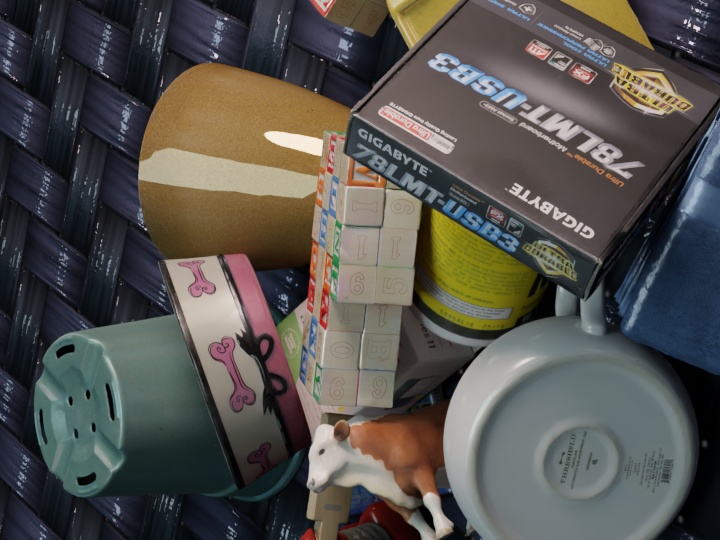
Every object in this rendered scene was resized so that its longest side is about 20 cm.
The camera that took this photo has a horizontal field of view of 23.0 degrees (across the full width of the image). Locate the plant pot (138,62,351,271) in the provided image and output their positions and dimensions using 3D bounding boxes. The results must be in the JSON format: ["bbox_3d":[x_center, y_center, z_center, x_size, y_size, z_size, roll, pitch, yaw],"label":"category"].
[{"bbox_3d":[-0.055,-0.080,1.522,0.199,0.186,0.187,8,98,33],"label":"plant pot"}]

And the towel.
[{"bbox_3d":[0.261,-0.029,1.200,0.049,0.111,0.201,-76,12,-71],"label":"towel"}]

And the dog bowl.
[{"bbox_3d":[-0.101,0.075,1.462,0.200,0.073,0.201,161,90,-84],"label":"dog bowl"}]

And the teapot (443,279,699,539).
[{"bbox_3d":[0.148,0.112,1.304,0.200,0.198,0.146,-37,16,6],"label":"teapot"}]

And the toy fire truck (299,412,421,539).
[{"bbox_3d":[-0.012,0.219,1.460,0.129,0.176,0.200,56,130,25],"label":"toy fire truck"}]

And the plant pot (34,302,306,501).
[{"bbox_3d":[-0.182,0.126,1.640,0.200,0.195,0.201,4,95,48],"label":"plant pot"}]

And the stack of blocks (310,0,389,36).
[{"bbox_3d":[0.017,-0.310,1.459,0.200,0.058,0.115,-56,46,20],"label":"stack of blocks"}]

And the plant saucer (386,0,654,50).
[{"bbox_3d":[0.112,-0.175,1.359,0.200,0.048,0.201,-30,86,45],"label":"plant saucer"}]

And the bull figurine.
[{"bbox_3d":[0.047,0.155,1.386,0.065,0.200,0.122,-43,71,38],"label":"bull figurine"}]

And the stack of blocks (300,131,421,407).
[{"bbox_3d":[0.000,0.000,1.356,0.115,0.058,0.201,-138,53,-75],"label":"stack of blocks"}]

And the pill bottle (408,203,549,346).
[{"bbox_3d":[0.104,-0.045,1.329,0.115,0.114,0.200,57,149,30],"label":"pill bottle"}]

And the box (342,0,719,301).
[{"bbox_3d":[0.122,-0.101,1.215,0.200,0.199,0.050,32,142,15],"label":"box"}]

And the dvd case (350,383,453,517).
[{"bbox_3d":[0.018,0.107,1.545,0.142,0.017,0.201,-21,77,48],"label":"dvd case"}]

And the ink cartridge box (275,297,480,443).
[{"bbox_3d":[0.019,0.050,1.475,0.200,0.067,0.118,-42,61,41],"label":"ink cartridge box"}]
